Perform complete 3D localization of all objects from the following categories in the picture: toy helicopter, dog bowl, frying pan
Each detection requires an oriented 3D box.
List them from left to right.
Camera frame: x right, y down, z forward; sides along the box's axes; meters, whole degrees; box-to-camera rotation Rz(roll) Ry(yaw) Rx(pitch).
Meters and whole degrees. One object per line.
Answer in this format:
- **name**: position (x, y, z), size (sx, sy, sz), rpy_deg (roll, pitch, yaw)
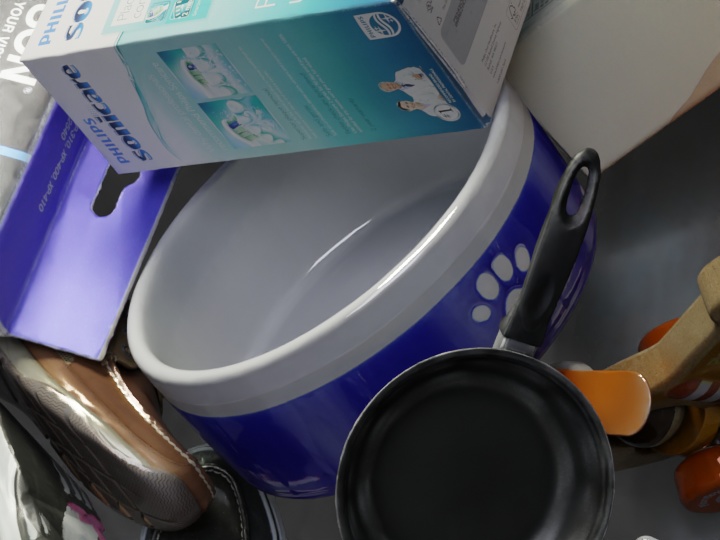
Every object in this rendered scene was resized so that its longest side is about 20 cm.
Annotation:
- **dog bowl**: position (0.000, 0.000, 1.197), size (0.200, 0.079, 0.200), rpy_deg (-30, 28, 18)
- **frying pan**: position (0.042, 0.049, 1.101), size (0.115, 0.031, 0.191), rpy_deg (-6, 99, -11)
- **toy helicopter**: position (0.128, 0.037, 1.144), size (0.132, 0.200, 0.079), rpy_deg (-5, 66, -17)

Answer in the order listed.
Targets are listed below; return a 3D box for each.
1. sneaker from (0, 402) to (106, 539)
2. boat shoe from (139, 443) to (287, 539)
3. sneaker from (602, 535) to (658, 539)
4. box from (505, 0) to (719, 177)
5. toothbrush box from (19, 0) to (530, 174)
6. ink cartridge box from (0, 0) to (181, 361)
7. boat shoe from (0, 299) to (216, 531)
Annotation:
- **sneaker**: position (-0.162, 0.130, 1.200), size (0.086, 0.080, 0.200), rpy_deg (-34, 29, 5)
- **boat shoe**: position (-0.073, 0.166, 1.207), size (0.072, 0.071, 0.201), rpy_deg (-1, 68, 12)
- **sneaker**: position (0.091, 0.137, 1.161), size (0.200, 0.115, 0.075), rpy_deg (29, 77, 20)
- **box**: position (0.154, -0.140, 1.220), size (0.200, 0.078, 0.095), rpy_deg (-36, 20, 24)
- **toothbrush box**: position (-0.027, -0.130, 1.199), size (0.200, 0.085, 0.147), rpy_deg (-5, 50, 35)
- **ink cartridge box**: position (-0.179, -0.069, 1.260), size (0.199, 0.043, 0.198), rpy_deg (13, 58, 10)
- **boat shoe**: position (-0.123, 0.041, 1.251), size (0.072, 0.076, 0.200), rpy_deg (-38, 51, -15)
